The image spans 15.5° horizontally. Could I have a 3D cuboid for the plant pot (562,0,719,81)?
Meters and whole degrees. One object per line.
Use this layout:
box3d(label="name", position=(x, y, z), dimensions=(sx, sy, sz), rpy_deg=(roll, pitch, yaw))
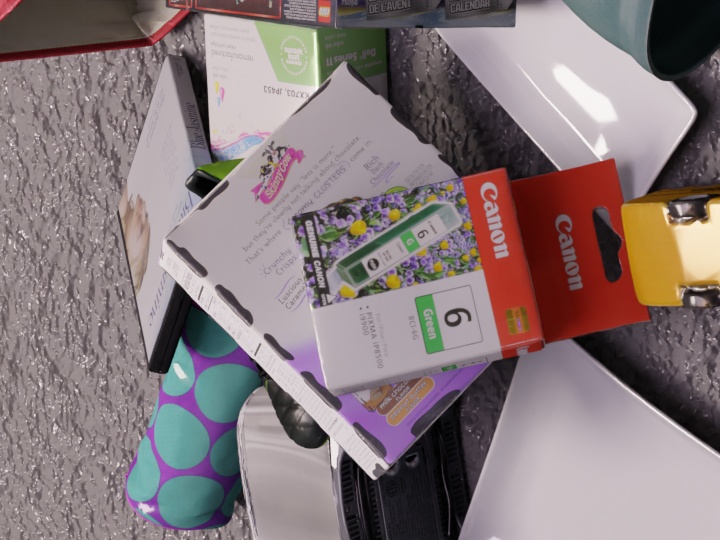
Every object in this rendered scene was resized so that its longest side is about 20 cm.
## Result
box3d(label="plant pot", position=(0.155, -0.222, 1.432), dimensions=(0.134, 0.200, 0.201), rpy_deg=(32, 124, 21))

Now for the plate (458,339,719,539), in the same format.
box3d(label="plate", position=(0.161, 0.158, 1.688), dimensions=(0.199, 0.032, 0.201), rpy_deg=(39, 128, 33))

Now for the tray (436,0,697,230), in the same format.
box3d(label="tray", position=(0.127, -0.130, 1.641), dimensions=(0.200, 0.022, 0.108), rpy_deg=(50, 134, 23))

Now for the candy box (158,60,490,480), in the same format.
box3d(label="candy box", position=(0.000, 0.000, 1.666), dimensions=(0.200, 0.168, 0.072), rpy_deg=(45, 166, 4))

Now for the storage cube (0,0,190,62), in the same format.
box3d(label="storage cube", position=(-0.198, -0.263, 1.817), dimensions=(0.171, 0.199, 0.180), rpy_deg=(-35, 71, 47))

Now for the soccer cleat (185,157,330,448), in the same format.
box3d(label="soccer cleat", position=(-0.066, 0.022, 1.720), dimensions=(0.067, 0.081, 0.201), rpy_deg=(-36, 63, 51))

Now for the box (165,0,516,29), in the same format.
box3d(label="box", position=(-0.015, -0.177, 1.665), dimensions=(0.200, 0.136, 0.040), rpy_deg=(14, 105, 54))

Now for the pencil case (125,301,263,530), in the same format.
box3d(label="pencil case", position=(-0.113, 0.093, 1.917), dimensions=(0.092, 0.085, 0.201), rpy_deg=(30, 123, 21))

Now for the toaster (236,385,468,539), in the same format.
box3d(label="toaster", position=(-0.004, 0.152, 1.804), dimensions=(0.129, 0.113, 0.201), rpy_deg=(2, 106, 50))

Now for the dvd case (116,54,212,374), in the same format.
box3d(label="dvd case", position=(-0.137, -0.042, 1.871), dimensions=(0.200, 0.017, 0.143), rpy_deg=(-108, 33, -53))

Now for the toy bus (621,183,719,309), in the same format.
box3d(label="toy bus", position=(0.240, -0.017, 1.515), dimensions=(0.199, 0.078, 0.065), rpy_deg=(-3, 99, 47))

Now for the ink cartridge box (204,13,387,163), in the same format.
box3d(label="ink cartridge box", position=(-0.042, -0.075, 1.801), dimensions=(0.117, 0.067, 0.201), rpy_deg=(12, 111, 44))

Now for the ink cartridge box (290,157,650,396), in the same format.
box3d(label="ink cartridge box", position=(0.066, 0.000, 1.591), dimensions=(0.199, 0.050, 0.109), rpy_deg=(-13, 81, 4))
